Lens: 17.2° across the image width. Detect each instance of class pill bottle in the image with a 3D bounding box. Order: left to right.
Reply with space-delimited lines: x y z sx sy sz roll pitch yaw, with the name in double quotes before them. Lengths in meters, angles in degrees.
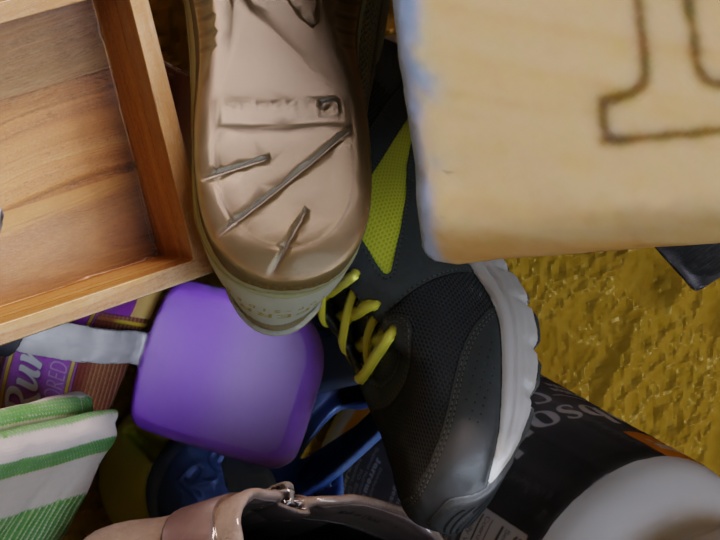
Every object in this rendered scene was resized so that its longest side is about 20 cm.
"pill bottle" 0.077 0.110 0.891 0.116 0.200 0.117 -14 115 -32

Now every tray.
"tray" -0.148 -0.018 0.710 0.199 0.037 0.099 -19 102 -27

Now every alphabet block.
"alphabet block" 0.121 -0.124 0.729 0.195 0.198 0.198 -50 134 -68

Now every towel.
"towel" -0.150 0.131 0.722 0.201 0.023 0.152 -62 167 9

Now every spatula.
"spatula" -0.099 0.021 0.774 0.199 0.021 0.057 15 97 -34

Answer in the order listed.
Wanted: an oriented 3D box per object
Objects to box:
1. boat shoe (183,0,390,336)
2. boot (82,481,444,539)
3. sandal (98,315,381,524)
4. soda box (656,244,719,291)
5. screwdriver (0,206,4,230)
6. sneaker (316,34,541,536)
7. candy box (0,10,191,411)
"boat shoe" -0.024 -0.082 0.760 0.072 0.063 0.202 0 70 -6
"boot" -0.024 0.122 0.816 0.199 0.146 0.071 9 59 -46
"sandal" -0.006 0.032 0.877 0.079 0.087 0.201 41 80 -36
"soda box" 0.188 -0.081 0.930 0.199 0.064 0.071 -35 131 15
"screwdriver" -0.135 0.052 0.719 0.028 0.029 0.201 -10 135 -36
"sneaker" 0.000 0.000 0.798 0.084 0.201 0.075 9 137 -25
"candy box" -0.134 0.009 0.795 0.116 0.056 0.201 24 91 -37
